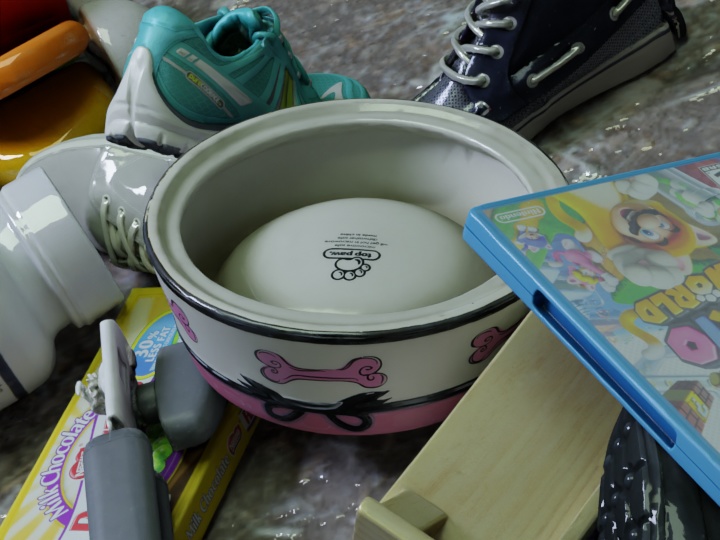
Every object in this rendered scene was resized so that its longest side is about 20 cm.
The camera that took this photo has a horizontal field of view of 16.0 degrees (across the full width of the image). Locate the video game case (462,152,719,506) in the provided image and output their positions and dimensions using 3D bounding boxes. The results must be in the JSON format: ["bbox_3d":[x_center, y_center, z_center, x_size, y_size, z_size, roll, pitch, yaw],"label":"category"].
[{"bbox_3d":[0.154,0.024,1.042,0.143,0.018,0.200,-13,43,-32],"label":"video game case"}]

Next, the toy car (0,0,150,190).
[{"bbox_3d":[-0.212,-0.131,1.468,0.175,0.150,0.200,-31,36,-6],"label":"toy car"}]

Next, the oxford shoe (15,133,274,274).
[{"bbox_3d":[-0.108,-0.026,1.342,0.200,0.075,0.058,9,46,32],"label":"oxford shoe"}]

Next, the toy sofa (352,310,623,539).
[{"bbox_3d":[0.080,0.078,1.103,0.083,0.098,0.200,33,60,14],"label":"toy sofa"}]

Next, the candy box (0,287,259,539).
[{"bbox_3d":[-0.104,0.083,1.245,0.102,0.026,0.200,-4,42,30],"label":"candy box"}]

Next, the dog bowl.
[{"bbox_3d":[0.000,0.000,1.203,0.200,0.074,0.200,-1,35,1],"label":"dog bowl"}]

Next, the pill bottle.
[{"bbox_3d":[-0.226,0.033,1.304,0.200,0.111,0.111,-32,37,-6],"label":"pill bottle"}]

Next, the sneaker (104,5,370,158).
[{"bbox_3d":[-0.052,-0.096,1.323,0.077,0.080,0.200,15,8,29],"label":"sneaker"}]

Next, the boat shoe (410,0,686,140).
[{"bbox_3d":[0.068,-0.116,1.327,0.200,0.093,0.075,-34,37,-10],"label":"boat shoe"}]

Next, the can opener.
[{"bbox_3d":[-0.095,0.094,1.163,0.066,0.053,0.200,-15,40,8],"label":"can opener"}]

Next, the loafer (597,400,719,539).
[{"bbox_3d":[0.136,0.134,0.985,0.070,0.068,0.201,2,53,-14],"label":"loafer"}]
